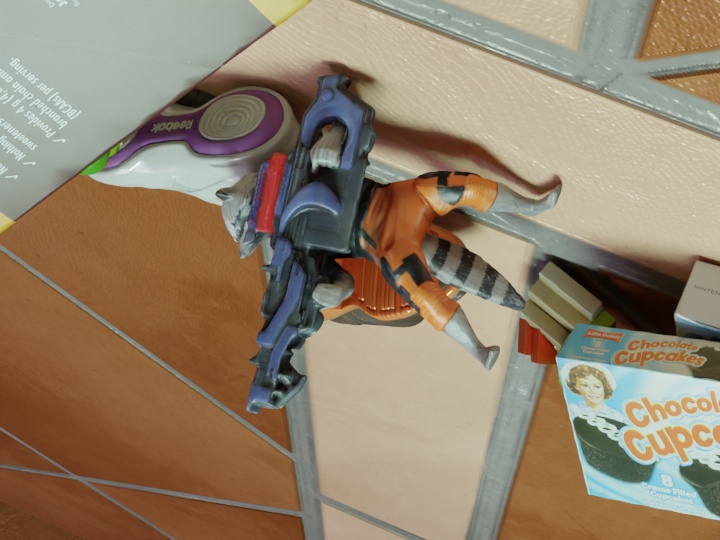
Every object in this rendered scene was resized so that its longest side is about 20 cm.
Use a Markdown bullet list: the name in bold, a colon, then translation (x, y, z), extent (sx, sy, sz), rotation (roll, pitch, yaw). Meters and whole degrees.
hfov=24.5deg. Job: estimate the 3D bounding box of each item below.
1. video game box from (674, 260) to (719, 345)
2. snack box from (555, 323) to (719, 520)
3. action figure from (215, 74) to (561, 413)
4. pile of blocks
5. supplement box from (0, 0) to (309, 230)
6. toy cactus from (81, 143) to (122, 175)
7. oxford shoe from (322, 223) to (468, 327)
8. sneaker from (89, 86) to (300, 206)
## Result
- **video game box**: translation (0.291, 0.081, 1.024), extent (0.180, 0.047, 0.200), rotation (16, 157, 22)
- **snack box**: translation (0.220, 0.098, 0.979), extent (0.198, 0.037, 0.117), rotation (7, 130, 33)
- **action figure**: translation (0.000, 0.000, 0.982), extent (0.191, 0.202, 0.105), rotation (20, 175, 11)
- **pile of blocks**: translation (0.170, 0.088, 1.074), extent (0.200, 0.062, 0.082), rotation (45, 169, -2)
- **supplement box**: translation (-0.160, -0.157, 0.707), extent (0.199, 0.134, 0.197), rotation (-33, 130, 22)
- **toy cactus**: translation (-0.186, -0.128, 0.927), extent (0.101, 0.167, 0.200), rotation (-16, 174, -20)
- **oxford shoe**: translation (0.029, 0.004, 1.138), extent (0.072, 0.072, 0.199), rotation (14, 171, -29)
- **sneaker**: translation (-0.108, -0.068, 1.084), extent (0.198, 0.075, 0.100), rotation (8, 152, 39)
